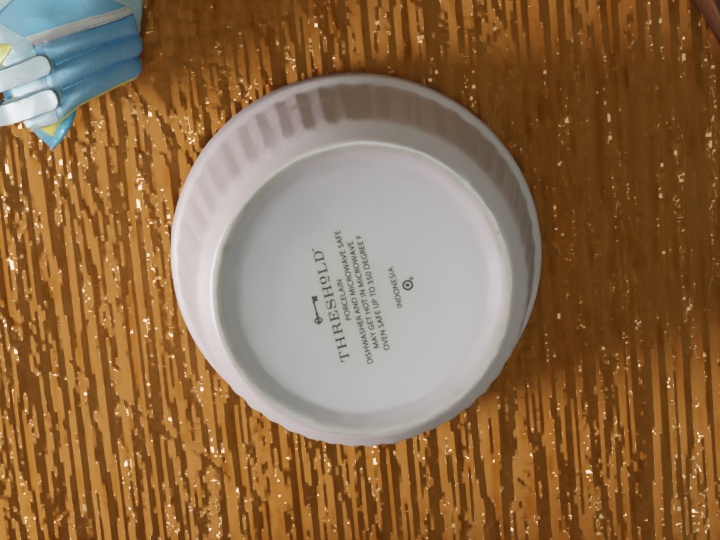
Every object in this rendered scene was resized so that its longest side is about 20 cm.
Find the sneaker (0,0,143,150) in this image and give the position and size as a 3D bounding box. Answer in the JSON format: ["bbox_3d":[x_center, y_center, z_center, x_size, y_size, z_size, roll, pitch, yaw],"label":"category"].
[{"bbox_3d":[-0.204,-0.124,1.178,0.199,0.080,0.131,-3,102,-1],"label":"sneaker"}]

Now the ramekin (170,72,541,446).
[{"bbox_3d":[0.000,0.000,1.207,0.201,0.094,0.203,-1,103,-3],"label":"ramekin"}]

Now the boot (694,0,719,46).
[{"bbox_3d":[0.224,-0.204,1.185,0.146,0.070,0.200,-28,103,2],"label":"boot"}]
